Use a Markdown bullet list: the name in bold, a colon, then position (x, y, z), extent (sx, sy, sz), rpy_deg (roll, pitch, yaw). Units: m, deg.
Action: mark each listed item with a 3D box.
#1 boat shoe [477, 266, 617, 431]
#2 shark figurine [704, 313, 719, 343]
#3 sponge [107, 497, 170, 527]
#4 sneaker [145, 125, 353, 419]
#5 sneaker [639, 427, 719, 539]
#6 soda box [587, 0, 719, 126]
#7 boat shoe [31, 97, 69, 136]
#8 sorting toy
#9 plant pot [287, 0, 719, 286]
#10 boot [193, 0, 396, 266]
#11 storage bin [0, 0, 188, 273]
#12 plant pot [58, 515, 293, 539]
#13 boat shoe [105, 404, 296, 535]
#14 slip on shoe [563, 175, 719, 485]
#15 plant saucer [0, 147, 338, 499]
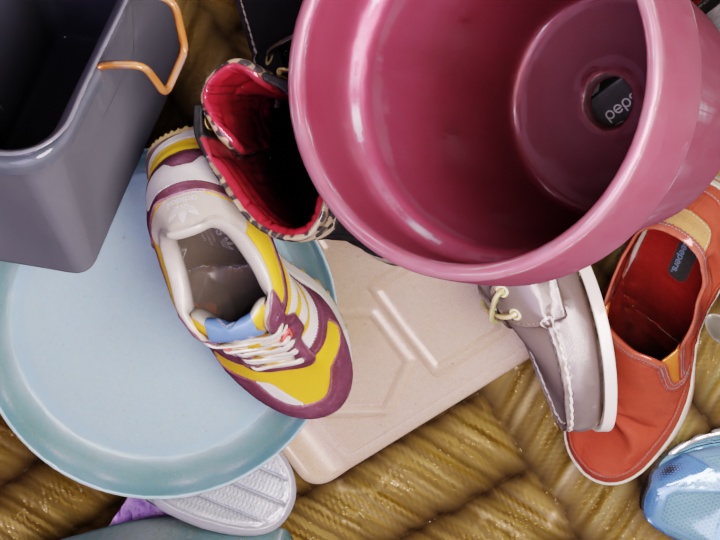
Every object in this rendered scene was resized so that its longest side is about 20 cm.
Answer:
- **boat shoe**: position (0.088, -0.005, 1.601), extent (0.059, 0.072, 0.200), rpy_deg (-15, 92, -17)
- **shark figurine**: position (0.256, -0.022, 1.582), extent (0.128, 0.090, 0.215), rpy_deg (17, 130, -31)
- **sponge**: position (-0.071, 0.209, 1.779), extent (0.200, 0.030, 0.112), rpy_deg (33, 115, -1)
- **sneaker**: position (-0.061, 0.023, 1.567), extent (0.075, 0.090, 0.200), rpy_deg (-20, 127, 14)
- **sneaker**: position (0.251, 0.146, 1.641), extent (0.200, 0.090, 0.079), rpy_deg (14, 115, 8)
- **soda box**: position (0.204, -0.119, 1.557), extent (0.200, 0.063, 0.071), rpy_deg (-37, 100, 24)
- **boat shoe**: position (-0.200, -0.043, 1.675), extent (0.200, 0.075, 0.062), rpy_deg (-36, 108, 9)
- **sorting toy**: position (0.000, 0.000, 1.675), extent (0.200, 0.036, 0.185), rpy_deg (-34, 101, 19)
- **plant pot**: position (0.094, -0.089, 1.467), extent (0.200, 0.179, 0.201), rpy_deg (-2, 87, 31)
- **boot**: position (-0.035, -0.095, 1.552), extent (0.073, 0.151, 0.200), rpy_deg (-26, 81, 22)
- **storage bin**: position (-0.156, -0.101, 1.549), extent (0.145, 0.200, 0.134), rpy_deg (9, 147, 18)
- **plant pot**: position (-0.108, 0.248, 1.691), extent (0.200, 0.196, 0.197), rpy_deg (-23, 104, 11)
- **boat shoe**: position (-0.123, 0.091, 1.722), extent (0.200, 0.067, 0.074), rpy_deg (30, 81, 11)
- **slip on shoe**: position (0.152, 0.038, 1.624), extent (0.074, 0.061, 0.200), rpy_deg (32, 127, 17)
- **plant saucer**: position (-0.112, 0.028, 1.650), extent (0.200, 0.027, 0.201), rpy_deg (-1, 104, -4)
